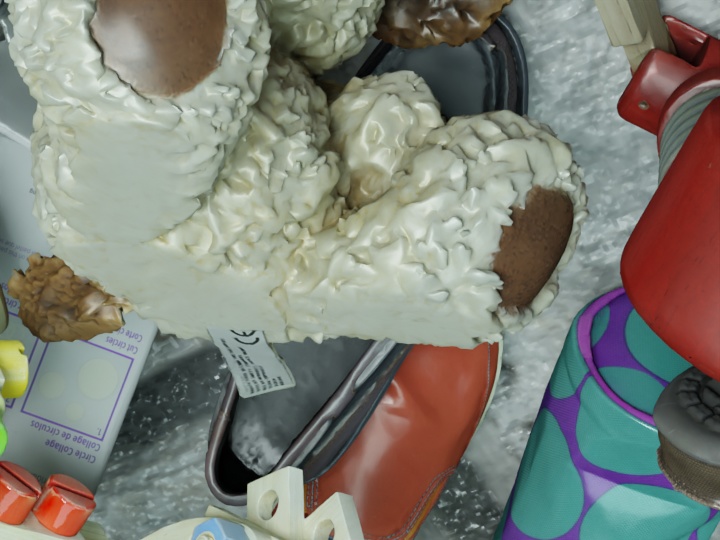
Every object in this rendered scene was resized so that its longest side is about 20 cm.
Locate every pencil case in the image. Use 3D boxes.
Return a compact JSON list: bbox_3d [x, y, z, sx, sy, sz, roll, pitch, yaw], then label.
[{"bbox_3d":[0.101,0.106,0.839,0.092,0.085,0.200,16,126,-2],"label":"pencil case"}]

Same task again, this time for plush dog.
[{"bbox_3d":[-0.039,-0.071,0.654,0.200,0.172,0.160,28,147,-33],"label":"plush dog"}]

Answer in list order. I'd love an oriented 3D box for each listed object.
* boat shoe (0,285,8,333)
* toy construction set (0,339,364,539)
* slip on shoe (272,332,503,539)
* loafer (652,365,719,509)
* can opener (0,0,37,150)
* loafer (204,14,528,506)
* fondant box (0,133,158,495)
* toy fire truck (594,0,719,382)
[{"bbox_3d":[-0.184,-0.046,0.649,0.063,0.073,0.200,-43,112,-18],"label":"boat shoe"},{"bbox_3d":[-0.103,0.073,0.657,0.200,0.092,0.131,28,106,-24],"label":"toy construction set"},{"bbox_3d":[0.004,0.079,0.831,0.074,0.061,0.200,17,123,-11],"label":"slip on shoe"},{"bbox_3d":[0.182,0.080,0.740,0.200,0.073,0.071,10,112,-29],"label":"loafer"},{"bbox_3d":[-0.140,-0.085,0.707,0.200,0.067,0.053,31,77,-11],"label":"can opener"},{"bbox_3d":[0.000,0.000,0.744,0.072,0.063,0.200,29,112,7],"label":"loafer"},{"bbox_3d":[-0.160,0.045,0.738,0.144,0.058,0.200,22,85,-17],"label":"fondant box"},{"bbox_3d":[0.121,-0.049,0.679,0.200,0.176,0.129,26,117,-1],"label":"toy fire truck"}]
